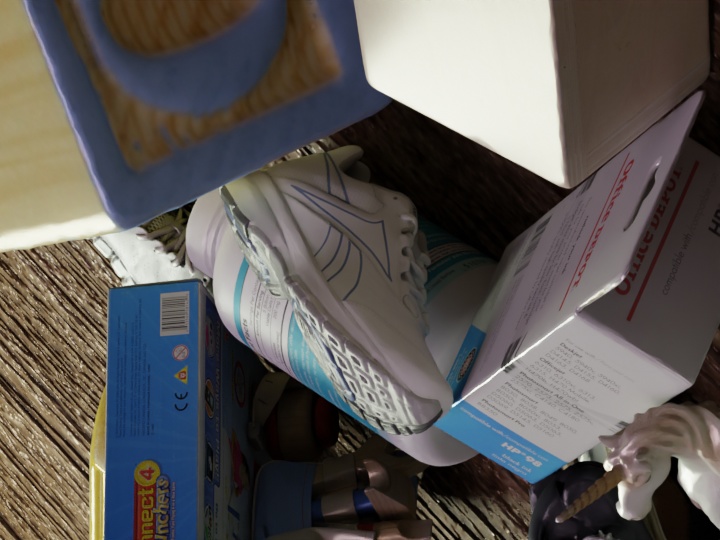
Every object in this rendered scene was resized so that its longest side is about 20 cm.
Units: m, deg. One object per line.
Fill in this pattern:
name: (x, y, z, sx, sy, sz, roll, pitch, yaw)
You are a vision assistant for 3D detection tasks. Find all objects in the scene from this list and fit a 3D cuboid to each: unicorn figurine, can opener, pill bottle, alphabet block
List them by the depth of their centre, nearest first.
unicorn figurine: (0.188, 0.103, 1.195, 0.138, 0.199, 0.074, 78, -175, -55)
can opener: (0.143, 0.184, 1.287, 0.063, 0.079, 0.201, -28, 90, 21)
alphabet block: (-0.136, -0.133, 1.355, 0.200, 0.195, 0.197, -7, 106, 56)
pill bottle: (-0.003, 0.013, 1.398, 0.200, 0.111, 0.111, 33, 142, 34)

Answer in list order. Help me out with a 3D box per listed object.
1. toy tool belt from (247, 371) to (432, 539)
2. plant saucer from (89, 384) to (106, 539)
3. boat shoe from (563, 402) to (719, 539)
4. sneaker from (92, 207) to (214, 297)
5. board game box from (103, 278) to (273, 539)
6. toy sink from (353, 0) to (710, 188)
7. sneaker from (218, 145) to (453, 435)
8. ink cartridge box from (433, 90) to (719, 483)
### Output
toy tool belt: (0.002, 0.152, 1.516, 0.122, 0.201, 0.125, -6, 144, 11)
plant saucer: (-0.114, 0.195, 1.700, 0.200, 0.048, 0.201, 37, 144, 26)
boat shoe: (0.178, 0.150, 1.312, 0.200, 0.075, 0.068, 51, 154, 10)
sneaker: (-0.113, -0.033, 1.554, 0.115, 0.075, 0.200, -7, 123, 50)
board game box: (-0.094, 0.132, 1.503, 0.196, 0.056, 0.201, 61, -154, -66)
toy sink: (0.073, -0.162, 1.136, 0.130, 0.112, 0.201, 29, 145, 36)
sneaker: (0.000, 0.000, 1.288, 0.200, 0.087, 0.075, 56, 170, 42)
ink cartridge box: (0.119, 0.012, 1.213, 0.067, 0.116, 0.200, 32, 150, -10)
